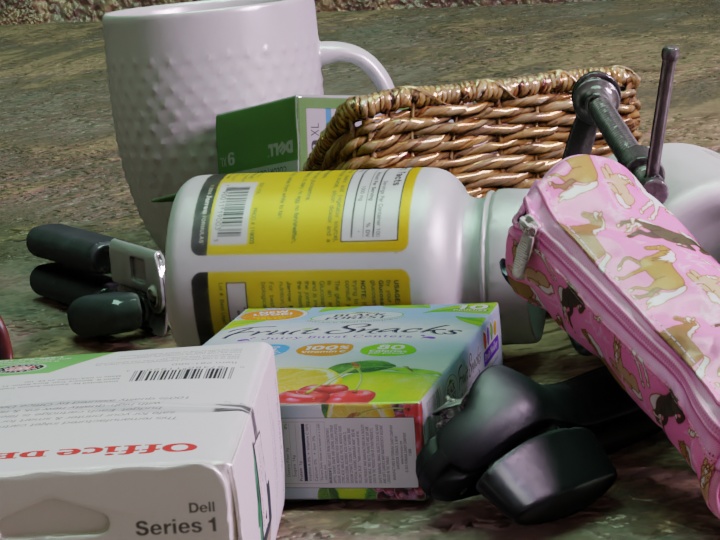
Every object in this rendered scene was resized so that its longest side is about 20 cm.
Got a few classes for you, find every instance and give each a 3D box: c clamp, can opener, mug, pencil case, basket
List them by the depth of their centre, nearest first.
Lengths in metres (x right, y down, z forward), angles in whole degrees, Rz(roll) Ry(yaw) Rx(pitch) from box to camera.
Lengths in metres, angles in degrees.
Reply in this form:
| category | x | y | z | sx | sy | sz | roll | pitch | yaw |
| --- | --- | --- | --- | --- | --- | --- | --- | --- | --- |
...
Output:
| category | x | y | z | sx | sy | sz | roll | pitch | yaw |
| --- | --- | --- | --- | --- | --- | --- | --- | --- | --- |
| pencil case | 0.140 | 0.029 | 1.093 | 0.086 | 0.083 | 0.200 | -23 | 42 | -17 |
| can opener | 0.097 | 0.074 | 1.145 | 0.063 | 0.079 | 0.200 | -43 | -16 | 33 |
| c clamp | 0.129 | -0.047 | 1.269 | 0.027 | 0.172 | 0.200 | 8 | 14 | -9 |
| basket | 0.063 | -0.053 | 1.512 | 0.199 | 0.150 | 0.143 | -9 | 13 | -19 |
| can opener | -0.175 | 0.006 | 1.549 | 0.067 | 0.054 | 0.200 | -10 | 12 | -29 |
| mug | -0.071 | -0.099 | 1.701 | 0.199 | 0.176 | 0.148 | -6 | 9 | -2 |

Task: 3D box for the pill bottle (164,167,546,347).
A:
| category | x | y | z | sx | sy | sz | roll | pitch | yaw |
| --- | --- | --- | --- | --- | --- | --- | --- | --- | --- |
| pill bottle | 0.000 | 0.000 | 1.368 | 0.199 | 0.113 | 0.112 | -1 | 12 | 13 |

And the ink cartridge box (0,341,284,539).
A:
| category | x | y | z | sx | sy | sz | roll | pitch | yaw |
| --- | --- | --- | --- | --- | --- | --- | --- | --- | --- |
| ink cartridge box | -0.111 | 0.094 | 1.016 | 0.145 | 0.085 | 0.200 | -4 | 12 | 4 |

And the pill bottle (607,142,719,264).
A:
| category | x | y | z | sx | sy | sz | roll | pitch | yaw |
| --- | --- | --- | --- | --- | --- | --- | --- | --- | --- |
| pill bottle | 0.177 | -0.009 | 1.344 | 0.114 | 0.115 | 0.200 | -5 | 12 | -6 |

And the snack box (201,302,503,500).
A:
| category | x | y | z | sx | sy | sz | roll | pitch | yaw |
| --- | --- | --- | --- | --- | --- | --- | --- | --- | --- |
| snack box | -0.016 | 0.062 | 1.219 | 0.142 | 0.053 | 0.200 | 0 | 12 | 14 |

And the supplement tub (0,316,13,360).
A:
| category | x | y | z | sx | sy | sz | roll | pitch | yaw |
| --- | --- | --- | --- | --- | --- | --- | --- | --- | --- |
| supplement tub | -0.260 | 0.037 | 1.298 | 0.107 | 0.107 | 0.200 | -9 | 12 | -24 |

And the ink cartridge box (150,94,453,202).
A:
| category | x | y | z | sx | sy | sz | roll | pitch | yaw |
| --- | --- | --- | --- | --- | --- | --- | --- | --- | --- |
| ink cartridge box | -0.028 | -0.079 | 1.593 | 0.199 | 0.060 | 0.104 | -3 | -2 | -33 |
